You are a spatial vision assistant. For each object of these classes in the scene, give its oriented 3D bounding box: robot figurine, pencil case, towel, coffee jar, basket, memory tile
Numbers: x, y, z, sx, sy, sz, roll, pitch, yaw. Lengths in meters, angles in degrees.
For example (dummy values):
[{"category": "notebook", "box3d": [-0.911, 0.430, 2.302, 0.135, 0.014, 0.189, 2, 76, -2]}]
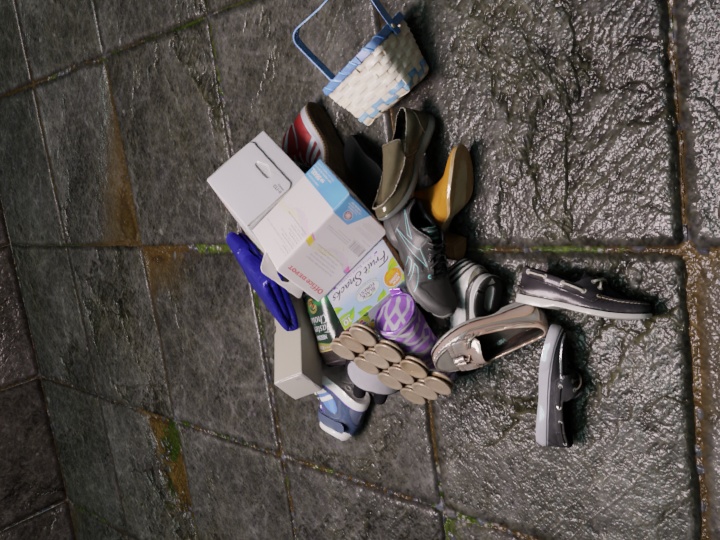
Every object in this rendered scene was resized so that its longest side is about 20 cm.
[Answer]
[{"category": "robot figurine", "box3d": [0.040, 0.142, 1.372, 0.125, 0.148, 0.203, 46, 131, 46]}, {"category": "pencil case", "box3d": [0.097, 0.122, 1.262, 0.083, 0.087, 0.201, -4, 141, 31]}, {"category": "towel", "box3d": [-0.188, 0.017, 1.480, 0.200, 0.049, 0.149, 46, 164, 47]}, {"category": "coffee jar", "box3d": [-0.054, 0.086, 1.478, 0.104, 0.085, 0.203, -20, 89, 48]}, {"category": "basket", "box3d": [-0.002, -0.355, 1.225, 0.200, 0.140, 0.175, 46, 139, -16]}, {"category": "memory tile", "box3d": [0.050, 0.157, 1.253, 0.198, 0.017, 0.153, 34, 153, -6]}]

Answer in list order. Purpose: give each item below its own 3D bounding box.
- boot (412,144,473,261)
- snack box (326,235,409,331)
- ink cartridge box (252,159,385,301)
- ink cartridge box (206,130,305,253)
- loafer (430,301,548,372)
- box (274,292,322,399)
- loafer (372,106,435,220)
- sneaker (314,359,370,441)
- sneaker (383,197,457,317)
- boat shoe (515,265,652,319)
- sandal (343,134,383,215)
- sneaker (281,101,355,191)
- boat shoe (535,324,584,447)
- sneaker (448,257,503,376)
[{"category": "boot", "box3d": [0.111, -0.119, 1.249, 0.143, 0.070, 0.205, 21, 122, 38]}, {"category": "snack box", "box3d": [0.000, 0.000, 1.328, 0.142, 0.053, 0.201, -41, 48, 12]}, {"category": "ink cartridge box", "box3d": [-0.080, -0.060, 1.298, 0.200, 0.128, 0.126, -44, 46, 5]}, {"category": "ink cartridge box", "box3d": [-0.166, -0.126, 1.418, 0.145, 0.144, 0.201, 46, 172, 27]}, {"category": "loafer", "box3d": [0.199, 0.111, 1.173, 0.198, 0.063, 0.072, -29, 119, 16]}, {"category": "box", "box3d": [-0.125, 0.144, 1.497, 0.067, 0.082, 0.203, -22, 48, 21]}, {"category": "loafer", "box3d": [0.056, -0.176, 1.216, 0.075, 0.069, 0.203, -13, 53, 58]}, {"category": "sneaker", "box3d": [-0.075, 0.262, 1.560, 0.200, 0.080, 0.148, 42, 125, 22]}, {"category": "sneaker", "box3d": [0.103, -0.022, 1.201, 0.079, 0.075, 0.202, -38, 75, 49]}, {"category": "boat shoe", "box3d": [0.321, 0.032, 1.083, 0.198, 0.073, 0.062, 9, 90, 38]}, {"category": "sandal", "box3d": [0.025, -0.173, 1.323, 0.202, 0.047, 0.076, -115, 34, -41]}, {"category": "sneaker", "box3d": [-0.083, -0.203, 1.425, 0.112, 0.070, 0.203, -37, 69, 42]}, {"category": "boat shoe", "box3d": [0.309, 0.182, 1.150, 0.065, 0.070, 0.204, 9, 107, 25]}, {"category": "sneaker", "box3d": [0.174, 0.070, 1.263, 0.115, 0.074, 0.204, 47, 137, 48]}]
